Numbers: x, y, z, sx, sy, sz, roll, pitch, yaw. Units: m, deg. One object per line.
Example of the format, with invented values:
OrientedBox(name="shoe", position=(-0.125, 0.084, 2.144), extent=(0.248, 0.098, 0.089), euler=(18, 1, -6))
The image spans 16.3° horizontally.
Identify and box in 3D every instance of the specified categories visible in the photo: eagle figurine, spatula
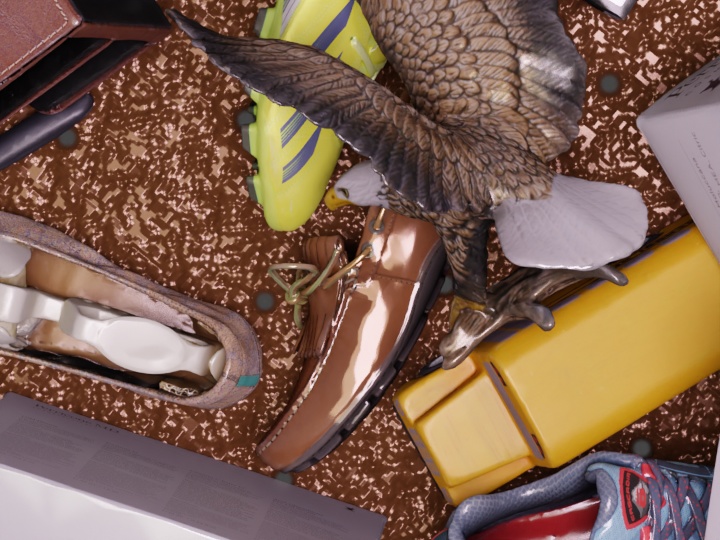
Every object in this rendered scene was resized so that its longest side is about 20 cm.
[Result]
OrientedBox(name="eagle figurine", position=(0.026, -0.064, 1.085), extent=(0.150, 0.152, 0.201), euler=(-25, 102, 12))
OrientedBox(name="spatula", position=(-0.217, -0.038, 1.207), extent=(0.199, 0.057, 0.021), euler=(-25, 122, -1))

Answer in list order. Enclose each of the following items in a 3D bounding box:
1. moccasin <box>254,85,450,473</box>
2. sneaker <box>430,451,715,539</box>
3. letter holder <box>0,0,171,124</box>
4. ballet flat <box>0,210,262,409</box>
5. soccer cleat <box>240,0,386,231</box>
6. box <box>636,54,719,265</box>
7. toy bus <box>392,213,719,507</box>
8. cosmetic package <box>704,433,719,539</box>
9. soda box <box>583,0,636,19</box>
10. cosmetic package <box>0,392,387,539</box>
OrientedBox(name="moccasin", position=(0.000, 0.000, 1.177), extent=(0.077, 0.074, 0.202), euler=(27, 97, 0))
OrientedBox(name="sneaker", position=(0.128, 0.123, 1.121), extent=(0.199, 0.096, 0.080), euler=(-11, 58, 2))
OrientedBox(name="letter holder", position=(-0.207, -0.155, 1.145), extent=(0.142, 0.101, 0.201), euler=(-34, 83, 18))
OrientedBox(name="ballet flat", position=(-0.142, 0.017, 1.192), extent=(0.199, 0.067, 0.068), euler=(15, 97, 2))
OrientedBox(name="soccer cleat", position=(-0.007, -0.114, 1.170), extent=(0.083, 0.065, 0.201), euler=(10, 97, 0))
OrientedBox(name="box", position=(0.265, -0.038, 1.089), extent=(0.199, 0.131, 0.201), euler=(-35, 99, -16))
OrientedBox(name="toy bus", position=(0.116, 0.035, 1.162), extent=(0.199, 0.078, 0.065), euler=(-30, 95, -9))
OrientedBox(name="cosmetic package", position=(0.188, 0.111, 1.042), extent=(0.082, 0.051, 0.201), euler=(18, 126, 21))
OrientedBox(name="soda box", position=(0.145, -0.215, 1.143), extent=(0.063, 0.071, 0.201), euler=(32, 97, 1))
OrientedBox(name="cosmetic package", position=(-0.091, 0.119, 1.160), extent=(0.199, 0.151, 0.052), euler=(18, 99, 2))
